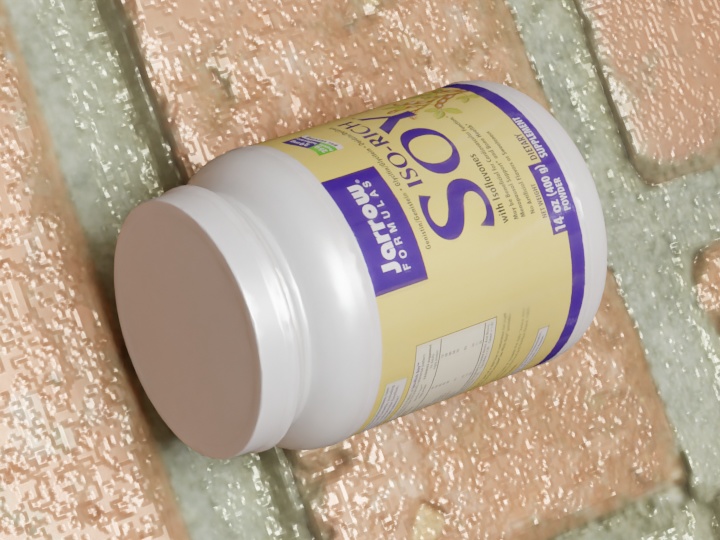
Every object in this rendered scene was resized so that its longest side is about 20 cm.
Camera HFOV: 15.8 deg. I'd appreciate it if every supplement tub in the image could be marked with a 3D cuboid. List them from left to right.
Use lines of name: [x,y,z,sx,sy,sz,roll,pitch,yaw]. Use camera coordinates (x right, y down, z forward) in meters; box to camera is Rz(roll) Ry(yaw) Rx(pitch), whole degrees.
supplement tub: [0.000,0.000,1.220,0.200,0.145,0.146,-19,87,-33]
